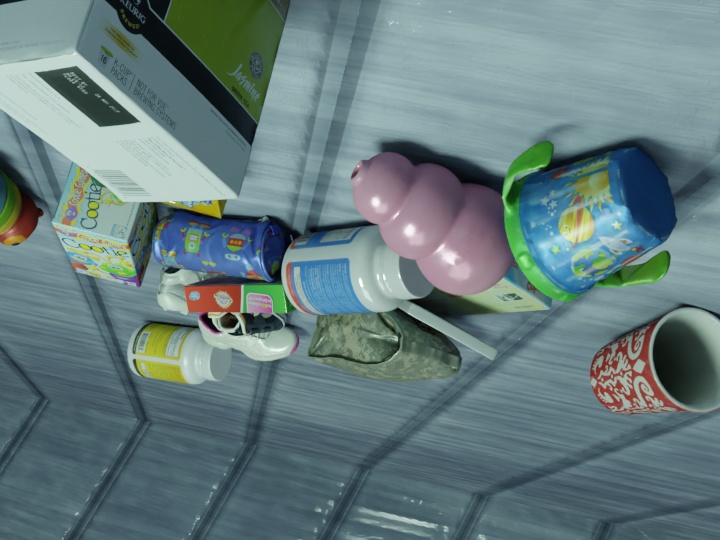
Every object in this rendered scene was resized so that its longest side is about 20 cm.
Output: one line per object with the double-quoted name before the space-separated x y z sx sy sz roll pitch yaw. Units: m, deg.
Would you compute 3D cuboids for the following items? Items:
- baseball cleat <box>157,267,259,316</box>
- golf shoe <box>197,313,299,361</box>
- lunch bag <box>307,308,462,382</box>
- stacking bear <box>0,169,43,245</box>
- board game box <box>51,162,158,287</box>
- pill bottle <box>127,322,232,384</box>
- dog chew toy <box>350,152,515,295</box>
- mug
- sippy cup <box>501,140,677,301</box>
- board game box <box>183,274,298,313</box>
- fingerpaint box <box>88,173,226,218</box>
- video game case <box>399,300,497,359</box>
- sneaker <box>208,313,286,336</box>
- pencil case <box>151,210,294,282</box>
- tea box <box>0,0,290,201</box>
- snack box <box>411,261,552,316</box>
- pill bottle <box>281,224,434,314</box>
"baseball cleat" -0.221 0.019 1.516 0.198 0.108 0.070 -4 -150 -32
"golf shoe" -0.212 0.114 1.760 0.197 0.076 0.092 8 156 14
"lunch bag" 0.044 0.112 1.492 0.198 0.119 0.163 4 167 42
"stacking bear" -0.539 -0.094 1.382 0.120 0.115 0.200 -21 164 8
"board game box" -0.348 -0.064 1.328 0.101 0.106 0.200 14 161 -3
"pill bottle" -0.367 0.172 1.955 0.197 0.114 0.113 5 158 25
"dog chew toy" 0.077 -0.059 1.044 0.198 0.126 0.124 30 156 -19
"mug" 0.428 0.144 1.321 0.175 0.135 0.200 19 163 -9
"sippy cup" 0.233 -0.054 0.943 0.176 0.142 0.130 -1 163 -41
"board game box" -0.136 0.025 1.402 0.198 0.041 0.152 -2 -170 38
"fingerpaint box" -0.233 -0.145 1.080 0.164 0.074 0.200 14 160 0
"video game case" 0.102 0.069 1.367 0.142 0.018 0.200 29 -179 -15
"sneaker" -0.202 0.080 1.655 0.077 0.081 0.200 0 157 32
"pencil case" -0.195 -0.037 1.336 0.197 0.088 0.078 6 -177 24
"tea box" -0.174 -0.188 0.747 0.132 0.199 0.200 2 156 29
"snack box" 0.152 0.023 1.316 0.198 0.038 0.116 -7 152 46
"pill bottle" 0.000 0.000 1.250 0.198 0.114 0.112 -4 154 43
